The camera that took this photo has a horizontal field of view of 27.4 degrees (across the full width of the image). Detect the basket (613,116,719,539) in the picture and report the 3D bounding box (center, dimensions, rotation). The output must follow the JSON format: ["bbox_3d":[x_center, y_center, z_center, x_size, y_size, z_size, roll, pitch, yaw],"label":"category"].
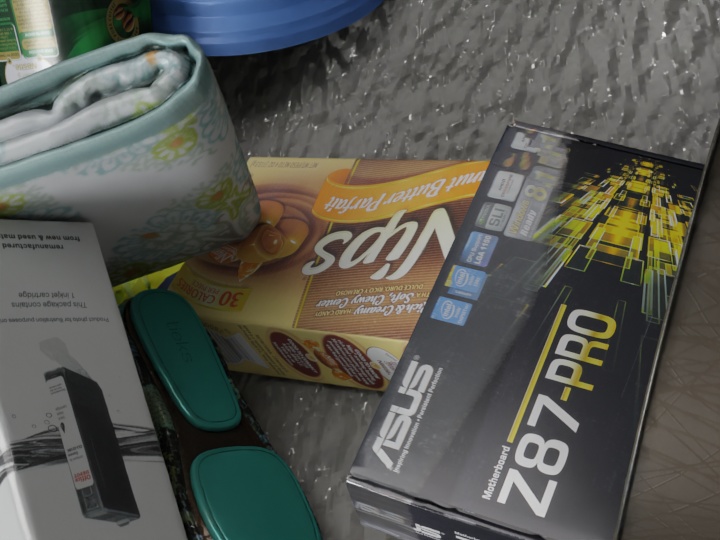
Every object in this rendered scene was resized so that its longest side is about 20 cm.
[{"bbox_3d":[0.198,0.051,0.483,0.199,0.181,0.136,15,27,14],"label":"basket"}]

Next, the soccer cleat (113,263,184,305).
[{"bbox_3d":[-0.137,0.027,0.825,0.065,0.084,0.201,-4,49,34],"label":"soccer cleat"}]

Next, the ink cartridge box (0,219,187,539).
[{"bbox_3d":[-0.164,0.097,0.678,0.144,0.084,0.201,-38,63,40],"label":"ink cartridge box"}]

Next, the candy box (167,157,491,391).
[{"bbox_3d":[0.000,0.000,0.775,0.199,0.055,0.116,5,55,38],"label":"candy box"}]

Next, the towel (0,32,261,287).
[{"bbox_3d":[-0.154,-0.033,0.716,0.199,0.171,0.048,-19,71,-3],"label":"towel"}]

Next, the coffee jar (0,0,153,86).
[{"bbox_3d":[-0.170,-0.119,0.896,0.085,0.201,0.104,0,15,28],"label":"coffee jar"}]

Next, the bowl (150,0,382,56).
[{"bbox_3d":[-0.076,-0.207,0.986,0.200,0.039,0.201,-4,36,3],"label":"bowl"}]

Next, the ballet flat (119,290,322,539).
[{"bbox_3d":[-0.075,0.100,0.714,0.074,0.074,0.200,-32,53,5],"label":"ballet flat"}]

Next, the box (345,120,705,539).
[{"bbox_3d":[0.106,0.039,0.631,0.161,0.049,0.200,15,60,22],"label":"box"}]
